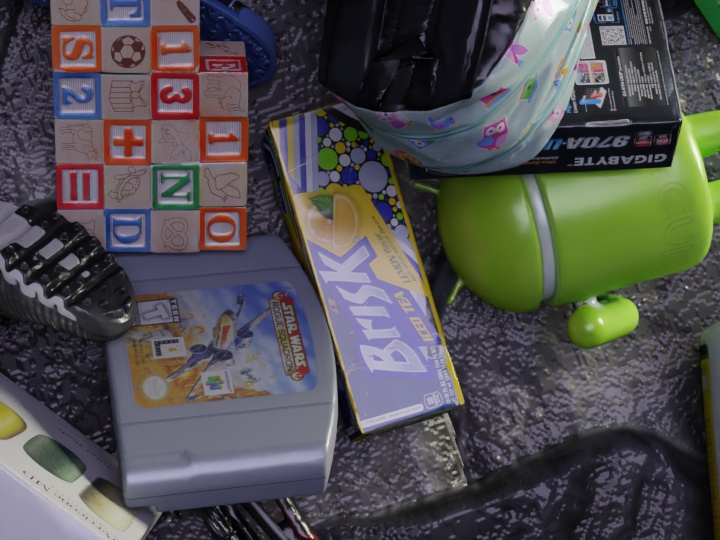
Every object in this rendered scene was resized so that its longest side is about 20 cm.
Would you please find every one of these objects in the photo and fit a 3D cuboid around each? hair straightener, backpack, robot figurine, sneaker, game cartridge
[{"bbox_3d":[-0.084,0.137,1.265,0.077,0.041,0.200,-32,91,-4],"label":"hair straightener"},{"bbox_3d":[0.060,-0.155,1.123,0.167,0.127,0.200,6,71,33],"label":"backpack"},{"bbox_3d":[0.137,-0.042,1.270,0.200,0.116,0.176,-15,88,-8],"label":"robot figurine"},{"bbox_3d":[-0.138,-0.184,1.285,0.200,0.070,0.078,25,45,-18],"label":"sneaker"},{"bbox_3d":[-0.083,0.053,1.212,0.133,0.042,0.200,-9,43,-7],"label":"game cartridge"},{"bbox_3d":[-0.218,0.003,1.230,0.200,0.091,0.066,27,39,18],"label":"sneaker"}]

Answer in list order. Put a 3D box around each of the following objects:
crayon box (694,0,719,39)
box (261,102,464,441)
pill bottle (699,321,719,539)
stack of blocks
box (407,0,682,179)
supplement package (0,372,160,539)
[{"bbox_3d":[0.232,-0.258,1.311,0.119,0.058,0.200,-40,103,-16],"label":"crayon box"},{"bbox_3d":[0.000,0.000,1.275,0.070,0.064,0.200,-16,83,-9],"label":"box"},{"bbox_3d":[0.270,0.128,1.262,0.112,0.112,0.200,-2,82,-7],"label":"pill bottle"},{"bbox_3d":[-0.125,-0.113,1.232,0.115,0.059,0.200,-1,113,-5],"label":"stack of blocks"},{"bbox_3d":[0.099,-0.149,1.243,0.159,0.046,0.200,-3,56,-3],"label":"box"},{"bbox_3d":[-0.218,0.156,1.146,0.152,0.200,0.151,36,93,0],"label":"supplement package"}]
